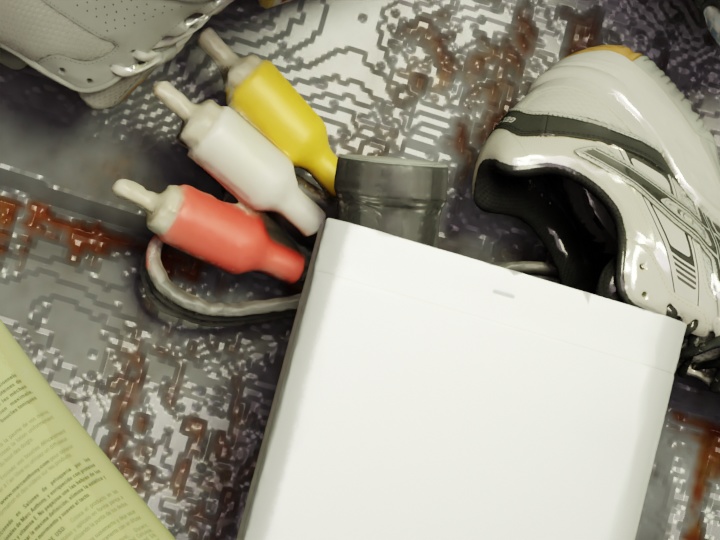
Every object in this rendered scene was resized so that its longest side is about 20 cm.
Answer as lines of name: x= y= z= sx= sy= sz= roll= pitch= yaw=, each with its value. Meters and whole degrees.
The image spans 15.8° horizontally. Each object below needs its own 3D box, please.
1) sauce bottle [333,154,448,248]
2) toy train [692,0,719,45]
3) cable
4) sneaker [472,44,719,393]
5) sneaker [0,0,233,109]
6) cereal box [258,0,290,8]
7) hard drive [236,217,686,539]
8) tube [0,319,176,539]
sauce bottle: x=0.004 y=0.060 z=0.932 sx=0.064 sy=0.065 sz=0.201 roll=6 pitch=93 yaw=-9
toy train: x=0.180 y=-0.166 z=0.935 sx=0.200 sy=0.085 sz=0.114 roll=-44 pitch=80 yaw=-9
cable: x=0.000 y=0.000 z=0.961 sx=0.199 sy=0.050 sz=0.097 roll=31 pitch=79 yaw=-5
sneaker: x=0.119 y=0.014 z=0.959 sx=0.200 sy=0.076 sz=0.088 roll=47 pitch=55 yaw=7
sneaker: x=-0.070 y=-0.103 z=0.916 sx=0.076 sy=0.199 sz=0.093 roll=-23 pitch=113 yaw=-51
cereal box: x=0.029 y=-0.198 z=0.971 sx=0.199 sy=0.040 sz=0.145 roll=-20 pitch=86 yaw=-13
hard drive: x=0.024 y=0.097 z=0.881 sx=0.131 sy=0.026 sz=0.201 roll=16 pitch=82 yaw=-9
tube: x=-0.109 y=0.087 z=0.927 sx=0.200 sy=0.052 sz=0.058 roll=45 pitch=37 yaw=15
